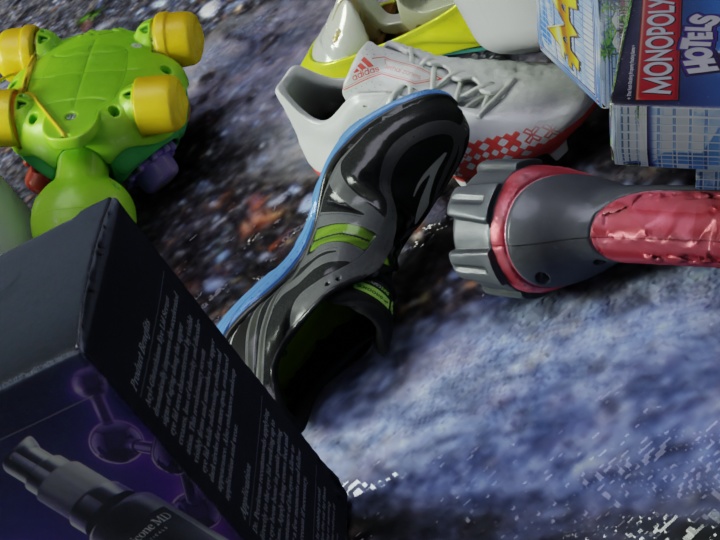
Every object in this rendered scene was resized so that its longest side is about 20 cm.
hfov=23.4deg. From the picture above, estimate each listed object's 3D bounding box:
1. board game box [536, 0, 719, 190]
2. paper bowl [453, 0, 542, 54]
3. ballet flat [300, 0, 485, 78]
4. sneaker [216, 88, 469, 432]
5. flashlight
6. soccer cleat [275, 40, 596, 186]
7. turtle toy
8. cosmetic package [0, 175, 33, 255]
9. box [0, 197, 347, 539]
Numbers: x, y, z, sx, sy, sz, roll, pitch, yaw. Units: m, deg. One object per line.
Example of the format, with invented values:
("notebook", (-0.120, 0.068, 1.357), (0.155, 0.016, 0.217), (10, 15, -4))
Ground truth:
("board game box", (0.166, -0.095, 0.745), (0.198, 0.062, 0.200), (2, 35, 14))
("paper bowl", (0.124, -0.170, 0.894), (0.199, 0.105, 0.201), (-6, 4, 0))
("ballet flat", (0.025, -0.154, 1.064), (0.199, 0.067, 0.067), (-15, 38, 33))
("sneaker", (0.000, 0.000, 0.880), (0.083, 0.071, 0.200), (27, 80, 46))
("flashlight", (0.128, -0.017, 0.772), (0.199, 0.068, 0.068), (5, 67, 48))
("soccer cleat", (0.037, -0.091, 0.947), (0.199, 0.085, 0.069), (-5, 43, 43))
("turtle toy", (-0.176, -0.087, 1.147), (0.144, 0.102, 0.201), (-4, 41, 8))
("cosmetic package", (-0.295, 0.049, 1.073), (0.199, 0.123, 0.200), (-32, 30, 10))
("box", (-0.115, 0.094, 0.744), (0.147, 0.200, 0.105), (-26, 32, 19))
